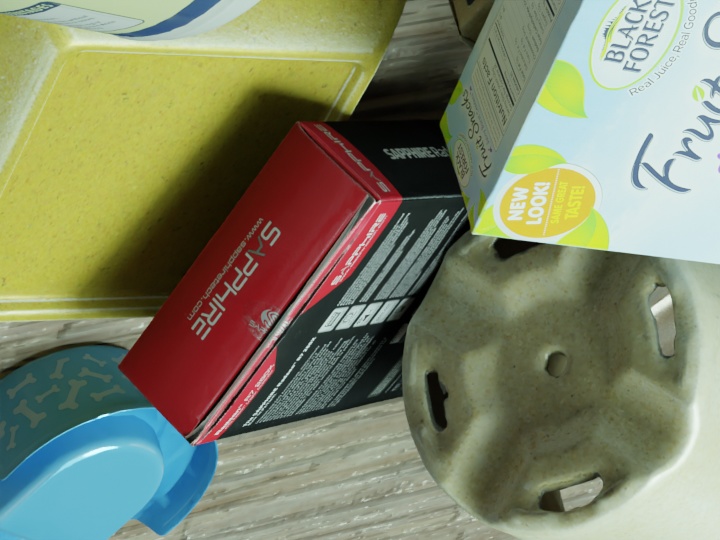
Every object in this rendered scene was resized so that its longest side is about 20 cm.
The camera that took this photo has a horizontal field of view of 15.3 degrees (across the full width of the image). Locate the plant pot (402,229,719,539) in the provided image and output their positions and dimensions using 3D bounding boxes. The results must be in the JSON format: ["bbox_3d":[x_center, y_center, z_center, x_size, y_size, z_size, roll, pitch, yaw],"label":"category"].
[{"bbox_3d":[0.117,0.050,1.087,0.200,0.201,0.183,-44,149,18],"label":"plant pot"}]

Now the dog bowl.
[{"bbox_3d":[-0.153,0.108,1.152,0.200,0.050,0.111,-41,145,15],"label":"dog bowl"}]

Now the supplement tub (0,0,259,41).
[{"bbox_3d":[-0.116,-0.149,0.763,0.200,0.145,0.145,7,131,-44],"label":"supplement tub"}]

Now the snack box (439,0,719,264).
[{"bbox_3d":[0.141,-0.094,0.943,0.168,0.068,0.200,7,131,-20],"label":"snack box"}]

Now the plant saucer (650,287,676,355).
[{"bbox_3d":[0.119,-0.011,1.232,0.200,0.032,0.200,-20,145,-15],"label":"plant saucer"}]

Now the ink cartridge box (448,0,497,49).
[{"bbox_3d":[0.153,-0.128,1.015,0.200,0.075,0.165,22,128,-34],"label":"ink cartridge box"}]

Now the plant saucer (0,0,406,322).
[{"bbox_3d":[-0.085,-0.046,1.009,0.200,0.048,0.200,-2,137,-38],"label":"plant saucer"}]

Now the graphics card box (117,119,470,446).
[{"bbox_3d":[0.000,0.000,1.069,0.126,0.051,0.200,-53,160,20],"label":"graphics card box"}]
